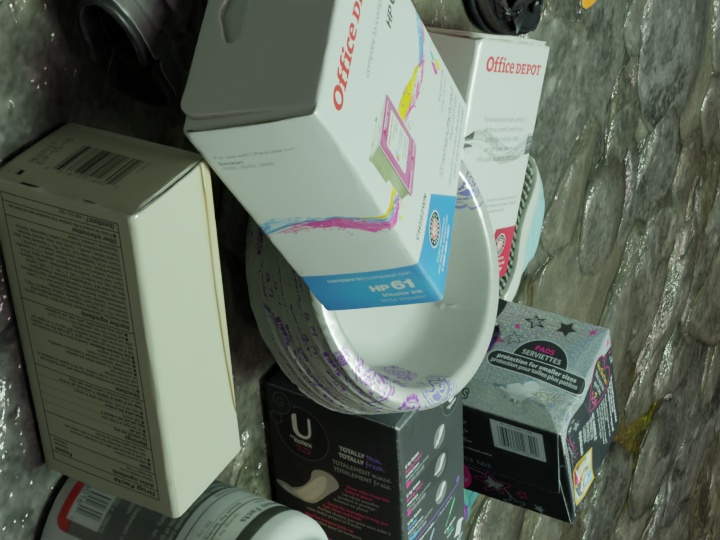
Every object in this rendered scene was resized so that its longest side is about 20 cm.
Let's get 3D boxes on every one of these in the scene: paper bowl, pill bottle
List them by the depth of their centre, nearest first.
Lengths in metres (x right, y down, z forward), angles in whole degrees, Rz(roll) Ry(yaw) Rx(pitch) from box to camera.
[{"bbox_3d":[-0.088,0.189,0.900,0.114,0.198,0.115,-39,137,-49],"label":"pill bottle"},{"bbox_3d":[0.000,0.000,1.034,0.199,0.103,0.204,12,73,-46],"label":"paper bowl"}]

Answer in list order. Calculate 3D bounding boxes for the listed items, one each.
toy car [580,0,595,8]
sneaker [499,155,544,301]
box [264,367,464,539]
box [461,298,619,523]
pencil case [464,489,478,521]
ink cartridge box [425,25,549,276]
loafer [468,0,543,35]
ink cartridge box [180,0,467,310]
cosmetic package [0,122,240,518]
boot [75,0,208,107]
[{"bbox_3d":[0.173,-0.302,1.132,0.176,0.182,0.203,-25,115,-57],"label":"toy car"},{"bbox_3d":[0.129,-0.005,1.365,0.202,0.073,0.082,-65,149,-17],"label":"sneaker"},{"bbox_3d":[0.007,0.155,1.155,0.106,0.121,0.202,-44,142,-45],"label":"box"},{"bbox_3d":[0.102,0.100,1.225,0.115,0.198,0.133,-58,149,-33],"label":"box"},{"bbox_3d":[0.100,0.133,1.369,0.201,0.085,0.092,-59,-172,-31],"label":"pencil case"},{"bbox_3d":[0.075,-0.095,1.199,0.145,0.082,0.203,-10,112,-61],"label":"ink cartridge box"},{"bbox_3d":[0.125,-0.246,1.239,0.200,0.062,0.073,37,71,-62],"label":"loafer"},{"bbox_3d":[-0.012,-0.089,0.850,0.200,0.083,0.146,51,41,-52],"label":"ink cartridge box"},{"bbox_3d":[-0.134,0.029,0.835,0.073,0.102,0.202,-45,142,-45],"label":"cosmetic package"},{"bbox_3d":[-0.113,-0.188,0.796,0.133,0.069,0.201,-63,150,-25],"label":"boot"}]
